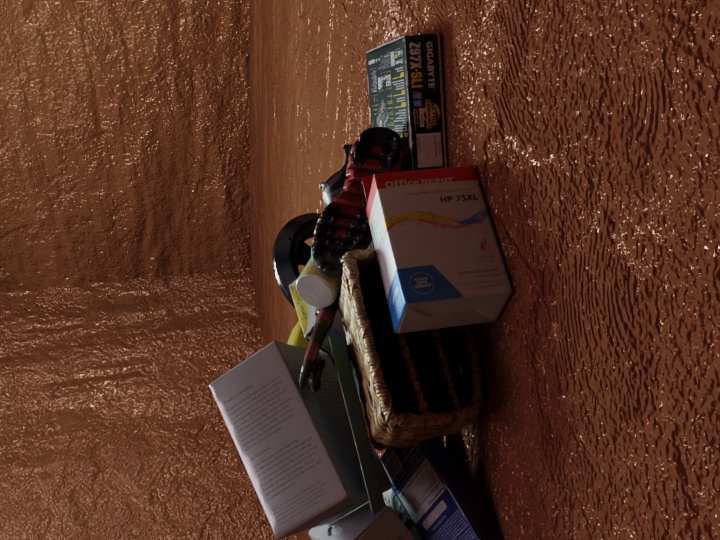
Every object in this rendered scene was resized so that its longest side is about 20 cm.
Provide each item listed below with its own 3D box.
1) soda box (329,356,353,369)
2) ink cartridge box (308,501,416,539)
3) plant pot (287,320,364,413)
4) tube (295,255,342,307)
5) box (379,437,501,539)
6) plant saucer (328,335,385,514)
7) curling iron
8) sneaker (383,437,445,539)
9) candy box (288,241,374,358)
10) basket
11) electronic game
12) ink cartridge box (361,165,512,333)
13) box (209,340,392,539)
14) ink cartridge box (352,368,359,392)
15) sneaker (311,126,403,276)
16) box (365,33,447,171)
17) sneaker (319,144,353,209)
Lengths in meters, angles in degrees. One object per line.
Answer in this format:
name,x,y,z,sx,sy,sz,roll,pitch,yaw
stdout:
soda box,-0.023,0.082,1.254,0.071,0.063,0.201,107,-178,-60
ink cartridge box,0.040,0.390,1.111,0.201,0.084,0.144,53,159,-8
plant pot,-0.051,0.182,1.490,0.200,0.198,0.178,131,143,-74
tube,-0.022,-0.036,1.099,0.201,0.058,0.052,-61,-6,-46
box,0.097,0.284,1.041,0.201,0.032,0.122,58,147,24
plant saucer,-0.003,0.175,1.000,0.070,0.019,0.202,81,174,-74
curling iron,-0.045,0.065,1.049,0.201,0.025,0.050,-78,-4,-46
sneaker,0.063,0.277,1.157,0.076,0.087,0.202,-25,-63,-62
candy box,0.000,0.000,1.161,0.200,0.061,0.137,-46,30,12
basket,0.063,0.081,0.974,0.149,0.141,0.202,100,158,-66
electronic game,-0.047,0.000,1.364,0.042,0.198,0.202,-41,52,46
ink cartridge box,0.075,-0.042,0.936,0.067,0.115,0.202,103,158,-58
box,-0.071,0.203,1.071,0.201,0.106,0.152,62,-165,19
ink cartridge box,0.034,0.070,1.190,0.201,0.057,0.164,96,-168,-59
sneaker,0.001,-0.069,1.049,0.098,0.070,0.202,77,-148,-61
box,0.055,-0.209,1.122,0.200,0.049,0.161,-149,52,-75
sneaker,-0.028,-0.099,1.335,0.071,0.082,0.201,48,-120,-78
